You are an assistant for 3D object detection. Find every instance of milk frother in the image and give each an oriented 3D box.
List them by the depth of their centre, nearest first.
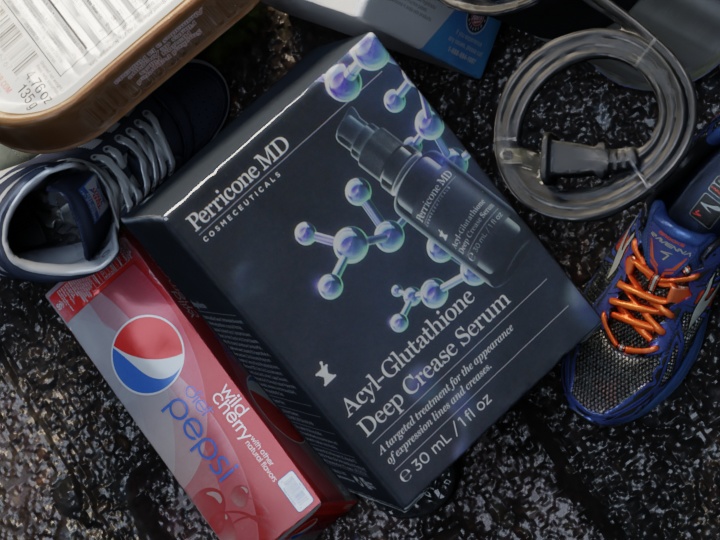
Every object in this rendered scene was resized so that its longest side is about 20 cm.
[{"bbox_3d":[0.129,-0.120,1.143,0.180,0.188,0.201,17,92,35],"label":"milk frother"}]

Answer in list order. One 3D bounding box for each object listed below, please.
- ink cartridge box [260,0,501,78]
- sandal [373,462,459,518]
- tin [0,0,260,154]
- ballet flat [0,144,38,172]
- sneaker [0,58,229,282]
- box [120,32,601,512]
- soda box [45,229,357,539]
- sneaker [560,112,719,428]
[{"bbox_3d":[0.012,-0.232,1.220,0.146,0.147,0.201,22,92,31],"label":"ink cartridge box"},{"bbox_3d":[0.003,0.043,1.275,0.075,0.045,0.201,-18,95,21],"label":"sandal"},{"bbox_3d":[-0.128,-0.145,1.152,0.200,0.042,0.112,-40,68,2],"label":"tin"},{"bbox_3d":[-0.186,-0.129,1.304,0.063,0.067,0.201,-2,65,33],"label":"ballet flat"},{"bbox_3d":[-0.138,-0.055,1.250,0.200,0.108,0.070,-35,108,-23],"label":"sneaker"},{"bbox_3d":[0.000,0.000,1.179,0.148,0.107,0.200,-43,102,-12],"label":"box"},{"bbox_3d":[-0.090,0.072,1.282,0.063,0.070,0.200,-40,75,12],"label":"soda box"},{"bbox_3d":[0.164,-0.008,1.201,0.075,0.078,0.201,29,95,18],"label":"sneaker"}]
